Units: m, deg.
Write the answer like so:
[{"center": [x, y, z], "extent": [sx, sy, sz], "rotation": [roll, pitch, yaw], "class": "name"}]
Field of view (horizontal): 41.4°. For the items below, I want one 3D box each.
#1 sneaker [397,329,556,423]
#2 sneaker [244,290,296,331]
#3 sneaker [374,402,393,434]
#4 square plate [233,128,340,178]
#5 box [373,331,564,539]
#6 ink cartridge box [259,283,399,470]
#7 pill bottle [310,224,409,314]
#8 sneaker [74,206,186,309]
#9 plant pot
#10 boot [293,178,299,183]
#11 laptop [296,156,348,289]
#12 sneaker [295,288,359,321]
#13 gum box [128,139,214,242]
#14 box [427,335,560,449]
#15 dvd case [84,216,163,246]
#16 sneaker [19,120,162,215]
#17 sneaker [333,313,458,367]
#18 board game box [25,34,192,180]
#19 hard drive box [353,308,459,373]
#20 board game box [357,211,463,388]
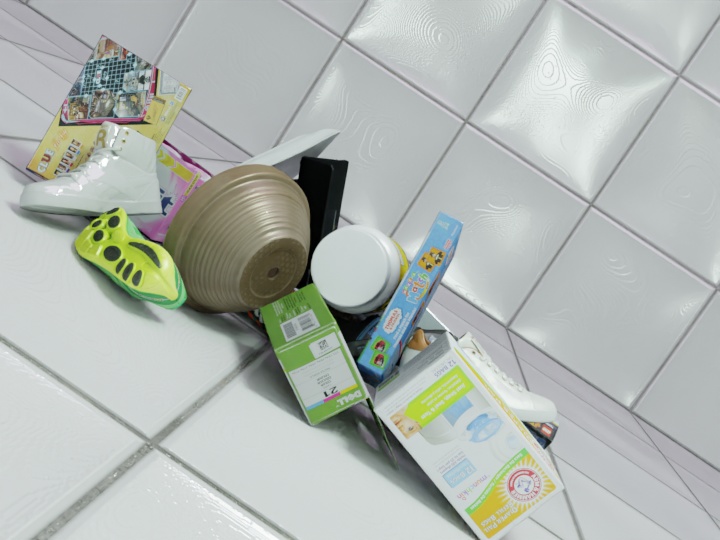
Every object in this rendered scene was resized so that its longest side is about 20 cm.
[{"center": [0.148, 0.124, 1.148], "extent": [0.199, 0.085, 0.073], "rotation": [18, 1, 4], "class": "sneaker"}, {"center": [-0.109, 0.052, 1.278], "extent": [0.200, 0.072, 0.080], "rotation": [35, 3, -3], "class": "sneaker"}, {"center": [0.106, 0.196, 1.150], "extent": [0.199, 0.078, 0.082], "rotation": [15, -9, 17], "class": "sneaker"}, {"center": [-0.146, -0.137, 1.380], "extent": [0.029, 0.198, 0.200], "rotation": [59, -31, 2], "class": "square plate"}, {"center": [0.119, 0.185, 1.062], "extent": [0.200, 0.112, 0.101], "rotation": [51, 6, -4], "class": "box"}, {"center": [-0.036, 0.135, 1.107], "extent": [0.148, 0.075, 0.201], "rotation": [-127, -167, -70], "class": "ink cartridge box"}, {"center": [0.000, 0.000, 1.239], "extent": [0.114, 0.115, 0.200], "rotation": [35, 3, 8], "class": "pill bottle"}, {"center": [-0.263, -0.008, 1.085], "extent": [0.200, 0.074, 0.084], "rotation": [36, -20, 47], "class": "sneaker"}, {"center": [-0.130, -0.019, 1.150], "extent": [0.093, 0.201, 0.201], "rotation": [41, 11, 37], "class": "plant pot"}, {"center": [-0.153, -0.071, 1.346], "extent": [0.168, 0.199, 0.077], "rotation": [-145, -149, -87], "class": "boot"}, {"center": [-0.044, -0.066, 1.350], "extent": [0.103, 0.178, 0.200], "rotation": [15, 10, 28], "class": "laptop"}, {"center": [-0.071, 0.060, 1.401], "extent": [0.199, 0.070, 0.109], "rotation": [29, 9, -11], "class": "sneaker"}, {"center": [-0.306, -0.133, 1.333], "extent": [0.200, 0.114, 0.066], "rotation": [36, 8, 19], "class": "gum box"}, {"center": [0.140, 0.189, 1.243], "extent": [0.200, 0.137, 0.040], "rotation": [34, 45, 4], "class": "box"}, {"center": [-0.305, -0.051, 1.317], "extent": [0.200, 0.016, 0.149], "rotation": [35, 8, 2], "class": "dvd case"}, {"center": [-0.330, -0.125, 1.166], "extent": [0.073, 0.116, 0.200], "rotation": [0, 3, 35], "class": "sneaker"}, {"center": [0.046, 0.090, 1.278], "extent": [0.199, 0.073, 0.082], "rotation": [1, 47, -36], "class": "sneaker"}, {"center": [-0.329, -0.186, 1.250], "extent": [0.135, 0.201, 0.035], "rotation": [30, -10, -18], "class": "board game box"}, {"center": [0.036, 0.074, 1.419], "extent": [0.200, 0.077, 0.156], "rotation": [45, -16, 5], "class": "hard drive box"}, {"center": [0.059, 0.041, 1.146], "extent": [0.036, 0.201, 0.151], "rotation": [29, -12, 8], "class": "board game box"}]
